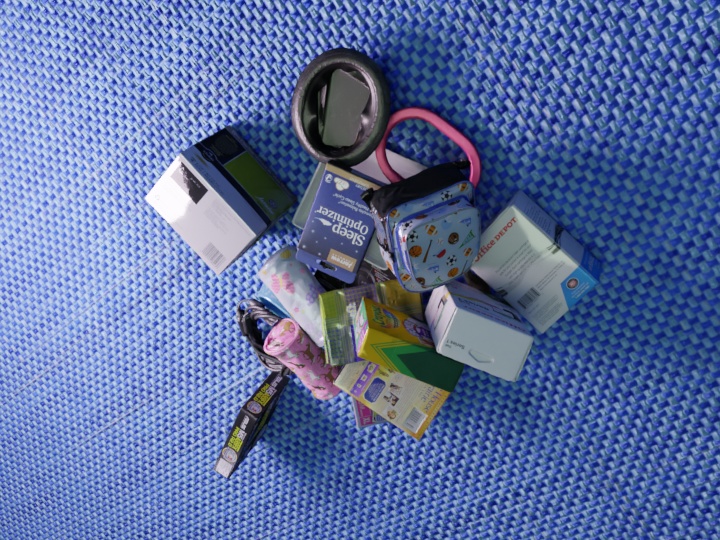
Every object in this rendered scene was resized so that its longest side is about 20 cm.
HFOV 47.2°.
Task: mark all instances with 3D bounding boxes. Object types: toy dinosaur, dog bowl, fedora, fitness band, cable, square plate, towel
[{"bbox_3d":[0.205,0.063,1.535,0.100,0.077,0.204,4,104,-1],"label":"toy dinosaur"},{"bbox_3d":[-0.123,0.088,1.649,0.199,0.050,0.112,39,164,-1],"label":"dog bowl"},{"bbox_3d":[-0.025,-0.285,1.437,0.197,0.092,0.205,5,107,17],"label":"fedora"},{"bbox_3d":[0.117,-0.194,1.435,0.199,0.037,0.145,37,106,1],"label":"fitness band"},{"bbox_3d":[-0.175,0.146,1.708,0.161,0.051,0.202,16,137,28],"label":"cable"},{"bbox_3d":[0.003,-0.132,1.496,0.197,0.028,0.201,26,90,7],"label":"square plate"},{"bbox_3d":[0.027,0.095,1.511,0.196,0.023,0.147,-7,98,-4],"label":"towel"}]

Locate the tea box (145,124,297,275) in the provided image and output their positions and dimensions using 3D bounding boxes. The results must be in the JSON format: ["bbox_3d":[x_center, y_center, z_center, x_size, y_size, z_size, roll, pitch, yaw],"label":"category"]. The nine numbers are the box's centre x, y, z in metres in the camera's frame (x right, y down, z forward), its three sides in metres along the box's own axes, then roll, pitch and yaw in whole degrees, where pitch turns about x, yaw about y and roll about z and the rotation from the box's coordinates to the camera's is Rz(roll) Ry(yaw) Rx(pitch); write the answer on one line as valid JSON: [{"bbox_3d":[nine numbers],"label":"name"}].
[{"bbox_3d":[-0.256,-0.136,1.548,0.200,0.197,0.133,47,122,-4],"label":"tea box"}]

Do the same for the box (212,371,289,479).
[{"bbox_3d":[-0.237,0.333,1.788,0.044,0.160,0.202,31,122,7],"label":"box"}]

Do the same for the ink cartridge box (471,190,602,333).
[{"bbox_3d":[0.298,-0.017,1.438,0.200,0.084,0.146,43,123,0],"label":"ink cartridge box"}]

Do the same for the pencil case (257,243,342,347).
[{"bbox_3d":[-0.103,0.047,1.552,0.090,0.083,0.200,-40,95,14],"label":"pencil case"}]

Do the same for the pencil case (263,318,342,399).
[{"bbox_3d":[-0.106,0.177,1.615,0.086,0.083,0.200,29,166,49],"label":"pencil case"}]

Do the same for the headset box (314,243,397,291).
[{"bbox_3d":[0.000,0.000,1.577,0.147,0.077,0.202,31,121,6],"label":"headset box"}]

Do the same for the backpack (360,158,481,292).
[{"bbox_3d":[0.116,-0.060,1.374,0.197,0.155,0.192,-18,135,-7],"label":"backpack"}]

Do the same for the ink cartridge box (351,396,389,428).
[{"bbox_3d":[0.080,0.241,1.620,0.196,0.042,0.121,-12,128,-3],"label":"ink cartridge box"}]

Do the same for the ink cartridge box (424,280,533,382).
[{"bbox_3d":[0.196,0.094,1.398,0.143,0.200,0.085,21,103,-7],"label":"ink cartridge box"}]

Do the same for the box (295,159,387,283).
[{"bbox_3d":[-0.035,-0.078,1.446,0.119,0.032,0.203,23,115,1],"label":"box"}]

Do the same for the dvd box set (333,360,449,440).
[{"bbox_3d":[0.068,0.206,1.555,0.198,0.029,0.148,33,95,-5],"label":"dvd box set"}]

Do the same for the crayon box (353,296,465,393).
[{"bbox_3d":[0.077,0.122,1.405,0.170,0.200,0.059,23,100,-7],"label":"crayon box"}]
